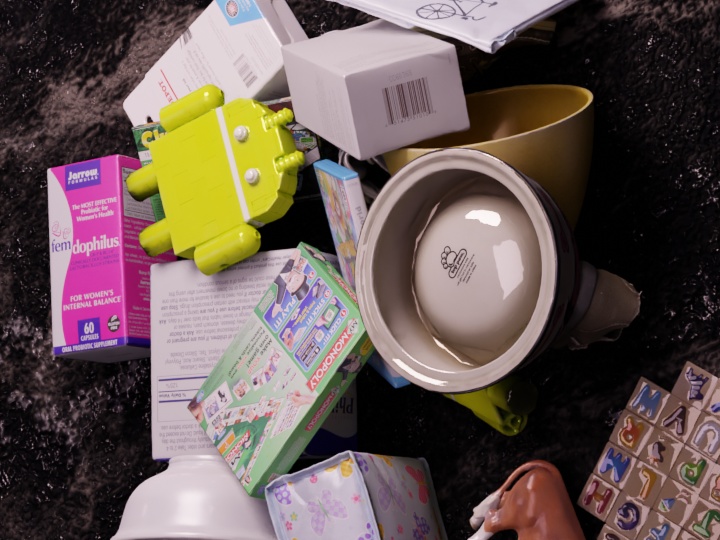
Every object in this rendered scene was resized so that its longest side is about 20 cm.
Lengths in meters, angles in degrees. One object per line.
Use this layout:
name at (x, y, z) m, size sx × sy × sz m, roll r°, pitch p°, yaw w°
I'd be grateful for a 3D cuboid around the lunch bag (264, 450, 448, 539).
lunch bag at (0.017, 0.277, 1.639) m, size 0.126 × 0.169 × 0.202 m, roll -21°, pitch 73°, yaw 22°

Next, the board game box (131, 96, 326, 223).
board game box at (-0.129, -0.111, 1.785) m, size 0.198 × 0.023 × 0.106 m, roll -7°, pitch 106°, yaw 22°

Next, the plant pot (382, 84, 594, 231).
plant pot at (0.125, -0.074, 1.617) m, size 0.198 × 0.200 × 0.143 m, roll -1°, pitch 110°, yaw 30°

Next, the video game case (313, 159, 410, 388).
video game case at (0.000, 0.000, 1.669) m, size 0.018 × 0.143 × 0.202 m, roll -17°, pitch 102°, yaw -10°

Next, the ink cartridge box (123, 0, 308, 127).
ink cartridge box at (-0.144, -0.193, 1.836) m, size 0.200 × 0.066 × 0.116 m, roll -42°, pitch 66°, yaw 26°

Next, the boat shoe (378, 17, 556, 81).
boat shoe at (0.100, -0.214, 1.704) m, size 0.199 × 0.073 × 0.066 m, roll 2°, pitch 91°, yaw 40°

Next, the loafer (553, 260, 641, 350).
loafer at (0.203, 0.040, 1.556) m, size 0.069 × 0.200 × 0.076 m, roll 19°, pitch 86°, yaw 2°

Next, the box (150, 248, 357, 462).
box at (-0.107, 0.088, 1.768) m, size 0.182 × 0.105 × 0.202 m, roll -5°, pitch 81°, yaw 30°

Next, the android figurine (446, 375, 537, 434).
android figurine at (0.090, 0.068, 1.622) m, size 0.041 × 0.183 × 0.200 m, roll -33°, pitch 21°, yaw -15°

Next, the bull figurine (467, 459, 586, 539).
bull figurine at (0.171, 0.277, 1.607) m, size 0.121 × 0.065 × 0.202 m, roll -26°, pitch 72°, yaw 22°

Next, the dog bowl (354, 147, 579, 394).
dog bowl at (0.095, 0.001, 1.474) m, size 0.199 × 0.073 × 0.203 m, roll -1°, pitch 88°, yaw 36°

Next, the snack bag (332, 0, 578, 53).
snack bag at (0.096, -0.258, 1.649) m, size 0.199 × 0.188 × 0.022 m, roll 23°, pitch 126°, yaw 30°

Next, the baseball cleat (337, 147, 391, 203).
baseball cleat at (0.000, -0.134, 1.728) m, size 0.200 × 0.106 × 0.070 m, roll 47°, pitch 112°, yaw 28°

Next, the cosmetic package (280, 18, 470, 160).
cosmetic package at (0.010, -0.169, 1.616) m, size 0.112 × 0.200 × 0.082 m, roll -16°, pitch 108°, yaw -13°

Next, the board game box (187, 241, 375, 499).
board game box at (-0.071, 0.093, 1.651) m, size 0.201 × 0.029 × 0.135 m, roll -54°, pitch 47°, yaw 14°

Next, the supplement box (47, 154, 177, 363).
supplement box at (-0.260, -0.011, 1.871) m, size 0.100 × 0.103 × 0.202 m, roll -9°, pitch 78°, yaw 30°

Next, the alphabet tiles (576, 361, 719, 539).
alphabet tiles at (0.289, 0.193, 1.582) m, size 0.166 × 0.006 × 0.201 m, roll 31°, pitch 101°, yaw 29°

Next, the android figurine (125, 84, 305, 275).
android figurine at (-0.140, -0.092, 1.734) m, size 0.199 × 0.041 × 0.184 m, roll -23°, pitch 71°, yaw 26°

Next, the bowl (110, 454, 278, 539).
bowl at (-0.143, 0.233, 1.729) m, size 0.199 × 0.201 × 0.091 m, roll -5°, pitch 71°, yaw 30°
